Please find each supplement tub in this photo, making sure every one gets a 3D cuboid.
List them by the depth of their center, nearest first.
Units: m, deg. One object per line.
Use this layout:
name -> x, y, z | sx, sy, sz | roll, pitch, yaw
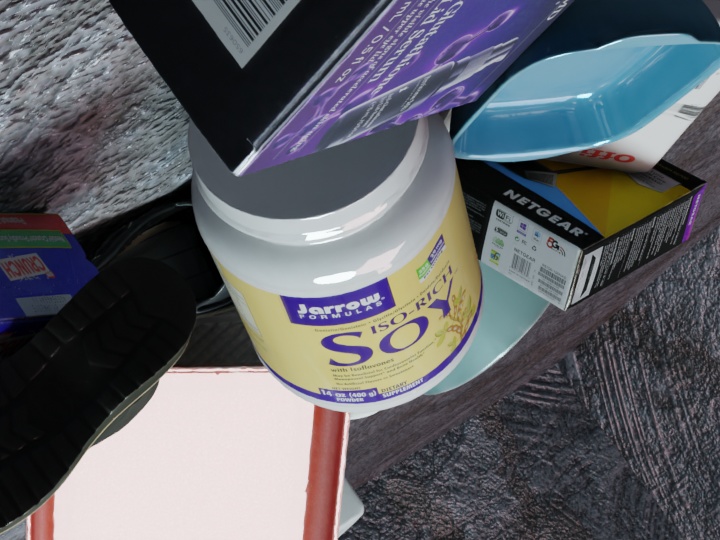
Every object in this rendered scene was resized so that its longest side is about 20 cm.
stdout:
supplement tub -> -0.012, -0.025, 0.992 | 0.145, 0.145, 0.200 | -34, 148, -9

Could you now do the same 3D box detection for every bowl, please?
bowl -> 0.067, -0.013, 1.401 | 0.201, 0.105, 0.201 | -41, -158, 20

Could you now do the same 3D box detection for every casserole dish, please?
casserole dish -> 0.116, -0.105, 0.952 | 0.121, 0.039, 0.200 | -6, 168, -16

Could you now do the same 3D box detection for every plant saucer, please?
plant saucer -> -0.112, 0.139, 1.129 | 0.199, 0.037, 0.200 | 0, 118, -11

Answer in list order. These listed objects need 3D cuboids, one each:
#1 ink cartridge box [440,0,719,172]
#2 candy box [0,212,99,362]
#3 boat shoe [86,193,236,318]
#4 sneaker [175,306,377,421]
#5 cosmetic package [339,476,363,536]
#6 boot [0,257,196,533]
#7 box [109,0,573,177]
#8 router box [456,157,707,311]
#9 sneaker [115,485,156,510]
ink cartridge box -> 0.139, -0.142, 1.062 | 0.146, 0.084, 0.200 | 9, 159, -9
candy box -> -0.245, 0.056, 0.910 | 0.200, 0.077, 0.169 | -38, 168, 15
boat shoe -> -0.100, -0.011, 1.084 | 0.199, 0.075, 0.066 | -18, 173, -32
sneaker -> -0.068, 0.039, 1.179 | 0.105, 0.200, 0.075 | -62, 159, -67
cosmetic package -> -0.135, 0.174, 1.429 | 0.165, 0.200, 0.165 | -30, 168, -30
boot -> -0.167, 0.088, 0.891 | 0.200, 0.078, 0.138 | -34, 171, -19
box -> 0.014, -0.142, 0.791 | 0.200, 0.104, 0.148 | -23, 163, -50
router box -> 0.103, -0.061, 1.171 | 0.149, 0.200, 0.051 | -26, 138, -44
sneaker -> -0.172, 0.126, 1.242 | 0.079, 0.096, 0.200 | -41, -159, 3
